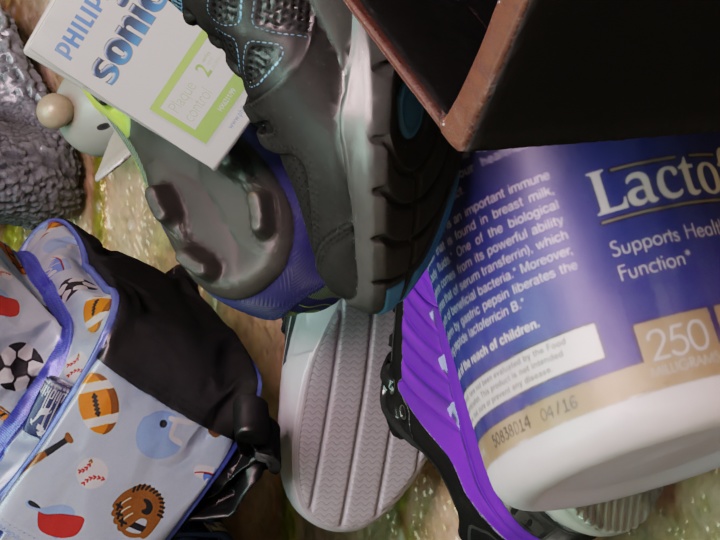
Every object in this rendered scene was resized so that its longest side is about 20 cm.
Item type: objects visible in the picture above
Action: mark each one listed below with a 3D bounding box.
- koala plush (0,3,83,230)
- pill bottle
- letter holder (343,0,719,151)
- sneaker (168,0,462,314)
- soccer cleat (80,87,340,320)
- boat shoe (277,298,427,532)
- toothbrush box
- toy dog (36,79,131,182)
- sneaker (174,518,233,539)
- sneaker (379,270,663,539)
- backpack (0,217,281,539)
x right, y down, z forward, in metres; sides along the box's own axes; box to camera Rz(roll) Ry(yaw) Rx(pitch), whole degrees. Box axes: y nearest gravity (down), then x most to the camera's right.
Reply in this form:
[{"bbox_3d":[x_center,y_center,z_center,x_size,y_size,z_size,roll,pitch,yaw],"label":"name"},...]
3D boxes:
[{"bbox_3d":[-0.271,-0.064,1.354,0.177,0.200,0.184,-36,76,50],"label":"koala plush"},{"bbox_3d":[0.073,-0.029,0.975,0.116,0.115,0.201,-34,68,51],"label":"pill bottle"},{"bbox_3d":[0.089,-0.123,0.867,0.142,0.199,0.101,53,134,35],"label":"letter holder"},{"bbox_3d":[-0.019,-0.083,0.900,0.082,0.073,0.201,0,111,24],"label":"sneaker"},{"bbox_3d":[-0.062,-0.066,1.090,0.065,0.084,0.201,-34,62,19],"label":"soccer cleat"},{"bbox_3d":[0.000,0.000,1.132,0.071,0.072,0.201,18,98,60],"label":"boat shoe"},{"bbox_3d":[-0.025,-0.159,1.024,0.086,0.200,0.146,32,134,-7],"label":"toothbrush box"},{"bbox_3d":[-0.088,-0.089,1.204,0.200,0.096,0.132,-55,52,42],"label":"toy dog"},{"bbox_3d":[-0.096,0.121,1.264,0.200,0.076,0.077,32,124,46],"label":"sneaker"},{"bbox_3d":[0.036,0.016,1.070,0.099,0.069,0.201,-35,66,50],"label":"sneaker"},{"bbox_3d":[-0.139,0.082,1.151,0.191,0.154,0.200,-64,16,7],"label":"backpack"}]
